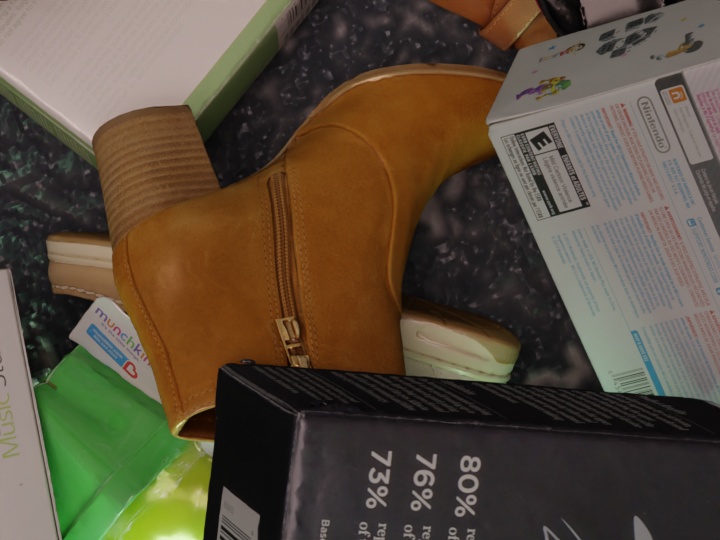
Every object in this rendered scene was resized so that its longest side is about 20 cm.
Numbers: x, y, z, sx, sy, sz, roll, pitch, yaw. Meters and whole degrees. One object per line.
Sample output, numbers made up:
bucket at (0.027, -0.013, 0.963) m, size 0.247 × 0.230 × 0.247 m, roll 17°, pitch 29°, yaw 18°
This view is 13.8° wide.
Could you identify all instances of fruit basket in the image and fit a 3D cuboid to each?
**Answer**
fruit basket at (-0.062, 0.121, 1.186) m, size 0.200 × 0.094 × 0.185 m, roll 37°, pitch 136°, yaw -1°

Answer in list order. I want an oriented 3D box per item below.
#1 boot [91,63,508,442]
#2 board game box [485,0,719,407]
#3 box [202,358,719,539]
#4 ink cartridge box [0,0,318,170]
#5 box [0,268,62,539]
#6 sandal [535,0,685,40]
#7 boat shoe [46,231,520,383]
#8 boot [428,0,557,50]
boot at (0.000, 0.000, 1.147) m, size 0.201 × 0.071 × 0.144 m, roll -8°, pitch 62°, yaw -26°
board game box at (0.168, -0.032, 1.100) m, size 0.199 × 0.064 × 0.148 m, roll -14°, pitch 116°, yaw 25°
box at (0.047, 0.118, 1.053) m, size 0.199 × 0.104 × 0.149 m, roll 6°, pitch 96°, yaw -18°
ink cartridge box at (-0.119, -0.144, 1.208) m, size 0.200 × 0.048 × 0.146 m, roll 37°, pitch 81°, yaw 7°
box at (-0.187, 0.080, 1.188) m, size 0.036 × 0.200 × 0.145 m, roll -11°, pitch 91°, yaw -35°
sandal at (0.093, -0.118, 1.130) m, size 0.075 × 0.045 × 0.201 m, roll -11°, pitch 100°, yaw 21°
boat shoe at (-0.038, 0.033, 1.206) m, size 0.199 × 0.074 × 0.069 m, roll 15°, pitch 96°, yaw 12°
boot at (0.122, -0.160, 1.174) m, size 0.154 × 0.074 × 0.201 m, roll 26°, pitch 95°, yaw 9°
